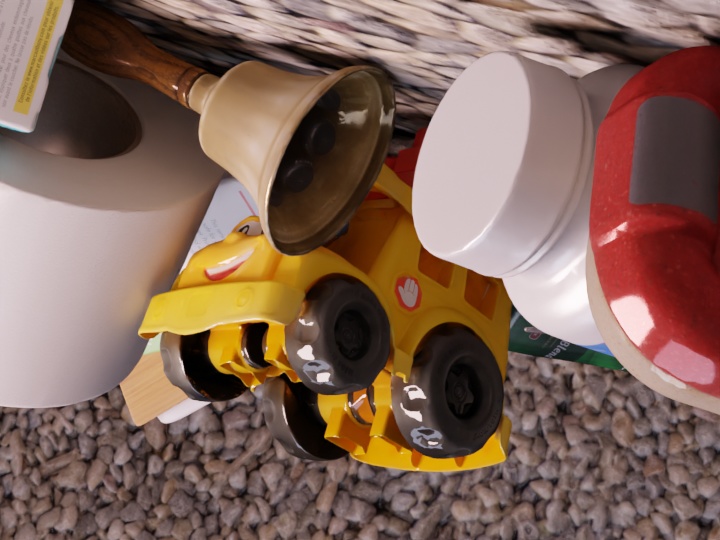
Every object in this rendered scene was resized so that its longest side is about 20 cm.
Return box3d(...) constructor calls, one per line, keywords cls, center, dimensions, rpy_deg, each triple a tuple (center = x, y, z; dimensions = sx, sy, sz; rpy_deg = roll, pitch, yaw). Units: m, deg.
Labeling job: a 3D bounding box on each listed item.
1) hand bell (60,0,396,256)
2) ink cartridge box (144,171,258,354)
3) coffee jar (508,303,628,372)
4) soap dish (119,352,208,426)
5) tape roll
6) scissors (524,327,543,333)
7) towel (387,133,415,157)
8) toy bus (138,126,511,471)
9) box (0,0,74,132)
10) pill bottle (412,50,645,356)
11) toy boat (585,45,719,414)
box3d(cls="hand bell", center=(-0.091, -0.096, 1.017), dimensions=(0.200, 0.104, 0.104), rpy_deg=(29, -177, 26))
box3d(cls="ink cartridge box", center=(-0.075, -0.028, 1.230), dimensions=(0.200, 0.067, 0.117), rpy_deg=(-14, 126, 26))
box3d(cls="coffee jar", center=(0.174, 0.018, 1.201), dimensions=(0.200, 0.104, 0.085), rpy_deg=(15, -145, -19))
box3d(cls="soap dish", center=(-0.090, 0.002, 1.381), dimensions=(0.081, 0.200, 0.157), rpy_deg=(47, -159, -32))
box3d(cls="tape roll", center=(-0.193, -0.040, 1.089), dimensions=(0.203, 0.139, 0.203), rpy_deg=(20, -150, -12))
box3d(cls="scissors", center=(0.160, 0.033, 1.067), dimensions=(0.073, 0.014, 0.200), rpy_deg=(10, -177, 29))
box3d(cls="towel", center=(0.024, -0.065, 1.269), dimensions=(0.200, 0.035, 0.133), rpy_deg=(15, 178, 28))
box3d(cls="toy bus", center=(0.000, 0.000, 1.094), dimensions=(0.136, 0.192, 0.200), rpy_deg=(-5, 152, 46))
box3d(cls="box", center=(-0.247, -0.135, 0.962), dimensions=(0.200, 0.082, 0.049), rpy_deg=(18, 178, -18))
box3d(cls="pill bottle", center=(0.125, -0.015, 0.777), dimensions=(0.200, 0.112, 0.112), rpy_deg=(17, 178, -26))
box3d(cls="toy boat", center=(0.181, -0.015, 0.650), dimensions=(0.200, 0.131, 0.131), rpy_deg=(17, 148, -15))
